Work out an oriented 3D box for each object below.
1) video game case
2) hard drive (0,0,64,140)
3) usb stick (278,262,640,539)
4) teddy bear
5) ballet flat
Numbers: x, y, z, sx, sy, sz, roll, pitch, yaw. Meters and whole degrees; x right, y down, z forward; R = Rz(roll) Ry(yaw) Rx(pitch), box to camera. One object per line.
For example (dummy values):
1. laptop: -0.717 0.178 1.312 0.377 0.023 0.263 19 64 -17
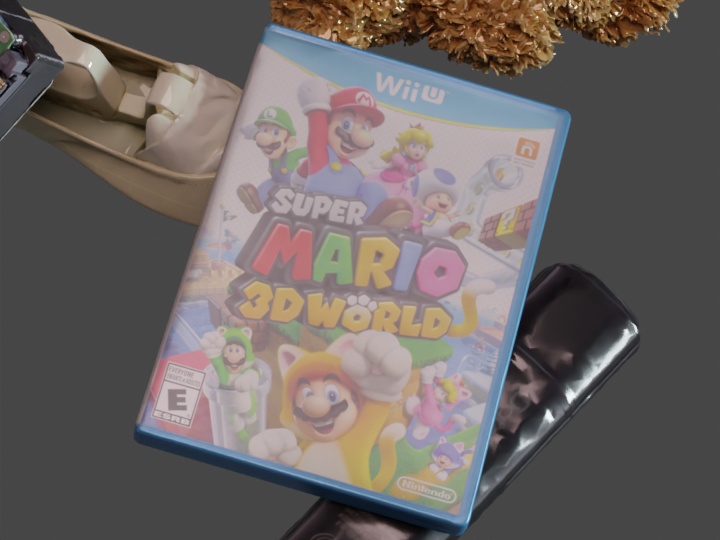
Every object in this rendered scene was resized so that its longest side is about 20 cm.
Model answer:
1. video game case: 0.000 0.000 0.943 0.143 0.018 0.200 16 66 0
2. hard drive: -0.236 -0.114 0.976 0.140 0.038 0.200 -46 70 15
3. usb stick: 0.044 0.074 0.946 0.055 0.033 0.200 43 67 8
4. teddy bear: 0.056 -0.149 1.039 0.200 0.067 0.145 8 61 -1
5. ballet flat: -0.106 -0.074 0.989 0.200 0.070 0.070 21 64 6
